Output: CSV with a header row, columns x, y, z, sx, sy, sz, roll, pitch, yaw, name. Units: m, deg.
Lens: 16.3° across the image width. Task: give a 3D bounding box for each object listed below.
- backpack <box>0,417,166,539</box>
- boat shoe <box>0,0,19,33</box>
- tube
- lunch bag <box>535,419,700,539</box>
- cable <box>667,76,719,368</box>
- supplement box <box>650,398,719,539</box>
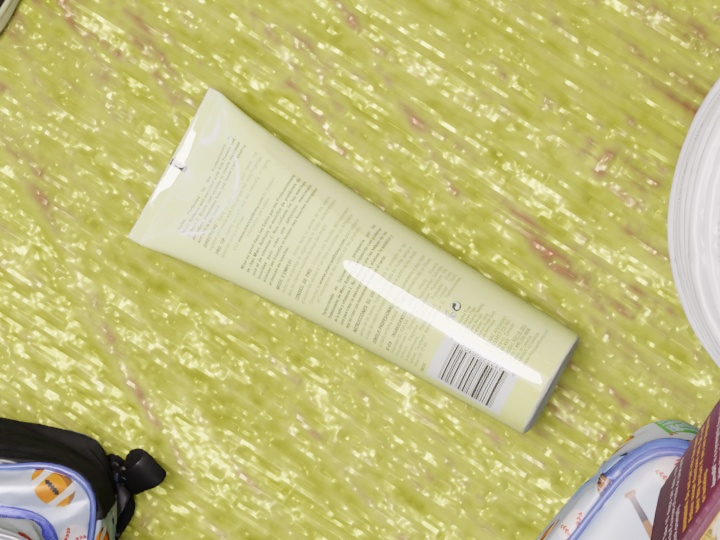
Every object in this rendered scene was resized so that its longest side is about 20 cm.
x,y,z,sx,sy,sz,roll,pitch,yaw,name
-0.197,0.164,1.089,0.199,0.154,0.191,7,104,3,backpack
-0.208,-0.107,1.110,0.072,0.066,0.201,35,96,4,boat shoe
0.000,0.000,1.106,0.199,0.052,0.058,29,54,7,tube
0.134,0.173,1.086,0.160,0.076,0.200,39,97,1,lunch bag
0.230,-0.021,1.065,0.199,0.069,0.201,-20,91,7,cable
0.204,0.058,0.958,0.110,0.086,0.200,27,119,-3,supplement box
